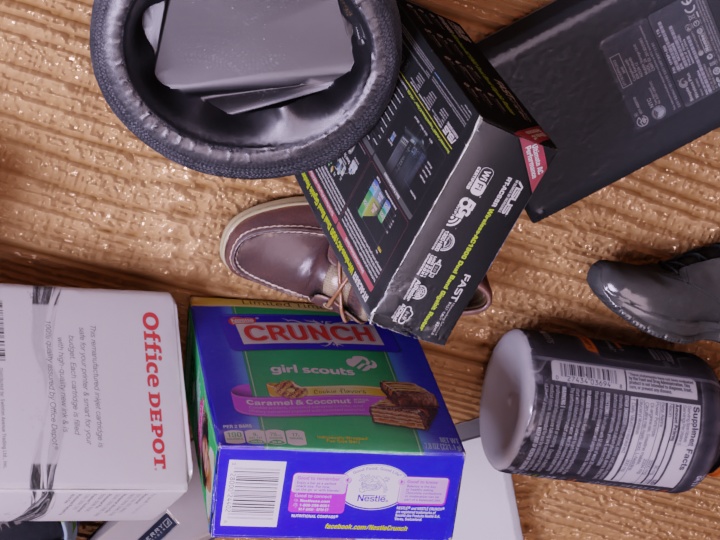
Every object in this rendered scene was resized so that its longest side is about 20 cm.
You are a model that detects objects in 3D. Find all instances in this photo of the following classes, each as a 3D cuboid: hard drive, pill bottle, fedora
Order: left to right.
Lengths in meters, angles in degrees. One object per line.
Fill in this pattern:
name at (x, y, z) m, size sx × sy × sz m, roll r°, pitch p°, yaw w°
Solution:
fedora at (-0.073, -0.156, 1.187) m, size 0.198 × 0.092 × 0.202 m, roll -1°, pitch 117°, yaw -1°
hard drive at (0.064, 0.218, 1.457) m, size 0.131 × 0.026 × 0.201 m, roll -15°, pitch 120°, yaw -3°
hard drive at (0.180, -0.136, 1.285) m, size 0.199 × 0.033 × 0.140 m, roll -27°, pitch 120°, yaw 4°
pill bottle at (0.198, 0.109, 1.370) m, size 0.198 × 0.106 × 0.107 m, roll 9°, pitch 116°, yaw -16°

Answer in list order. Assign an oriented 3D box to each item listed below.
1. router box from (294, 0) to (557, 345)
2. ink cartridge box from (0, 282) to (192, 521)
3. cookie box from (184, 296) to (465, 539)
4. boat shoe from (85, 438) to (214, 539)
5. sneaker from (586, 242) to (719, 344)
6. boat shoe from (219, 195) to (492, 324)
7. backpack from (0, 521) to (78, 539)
router box at (0.037, -0.069, 1.194) m, size 0.062 × 0.200 × 0.151 m, roll 19°, pitch 113°, yaw -27°
ink cartridge box at (-0.224, 0.091, 1.235) m, size 0.198 × 0.147 × 0.084 m, roll 5°, pitch 155°, yaw -26°
cookie box at (-0.032, 0.100, 1.274) m, size 0.169 × 0.200 × 0.076 m, roll 3°, pitch 116°, yaw -14°
boat shoe at (-0.147, 0.184, 1.379) m, size 0.199 × 0.093 × 0.075 m, roll -36°, pitch 95°, yaw -20°
sneaker at (0.260, 0.011, 1.368) m, size 0.198 × 0.076 × 0.092 m, roll 13°, pitch 105°, yaw -24°
boat shoe at (0.000, 0.000, 1.300) m, size 0.198 × 0.072 × 0.073 m, roll 11°, pitch 115°, yaw -17°
backpack at (-0.297, 0.167, 1.303) m, size 0.198 × 0.154 × 0.164 m, roll 19°, pitch 110°, yaw 2°
